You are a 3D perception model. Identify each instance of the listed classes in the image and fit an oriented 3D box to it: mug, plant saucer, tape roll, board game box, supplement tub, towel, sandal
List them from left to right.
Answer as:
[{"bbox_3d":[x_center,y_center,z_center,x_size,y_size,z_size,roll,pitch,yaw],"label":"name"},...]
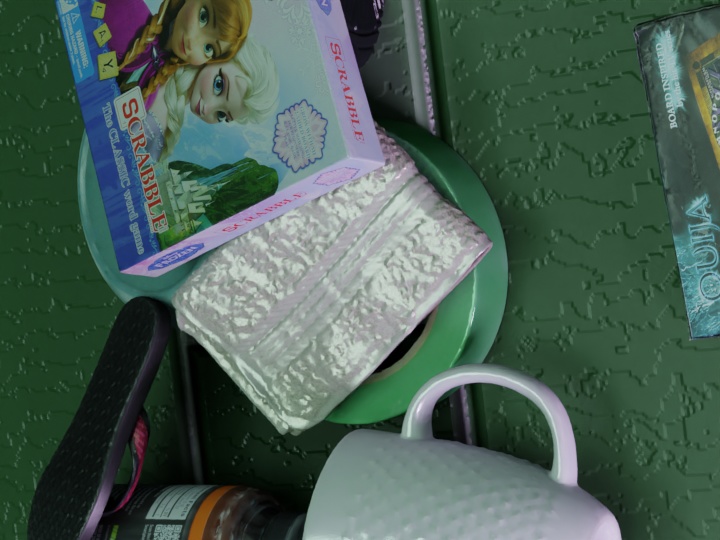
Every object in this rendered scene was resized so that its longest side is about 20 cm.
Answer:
[{"bbox_3d":[-0.167,0.117,1.714,0.075,0.045,0.201,20,85,51],"label":"sandal"},{"bbox_3d":[-0.137,-0.060,1.735,0.200,0.027,0.201,2,93,48],"label":"plant saucer"},{"bbox_3d":[-0.117,0.200,1.737,0.199,0.107,0.108,-1,94,30],"label":"supplement tub"},{"bbox_3d":[-0.095,-0.124,1.633,0.199,0.041,0.201,-26,72,32],"label":"board game box"},{"bbox_3d":[-0.023,0.004,1.636,0.133,0.034,0.200,45,113,6],"label":"towel"},{"bbox_3d":[0.000,0.000,1.683,0.199,0.048,0.202,3,96,30],"label":"tape roll"},{"bbox_3d":[0.073,0.159,1.604,0.174,0.148,0.201,7,90,23],"label":"mug"},{"bbox_3d":[0.247,-0.066,1.542,0.135,0.028,0.201,-10,91,31],"label":"board game box"}]

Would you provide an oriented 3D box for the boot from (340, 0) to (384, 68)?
[{"bbox_3d":[-0.070,-0.225,1.687,0.162,0.073,0.200,-3,87,28],"label":"boot"}]
